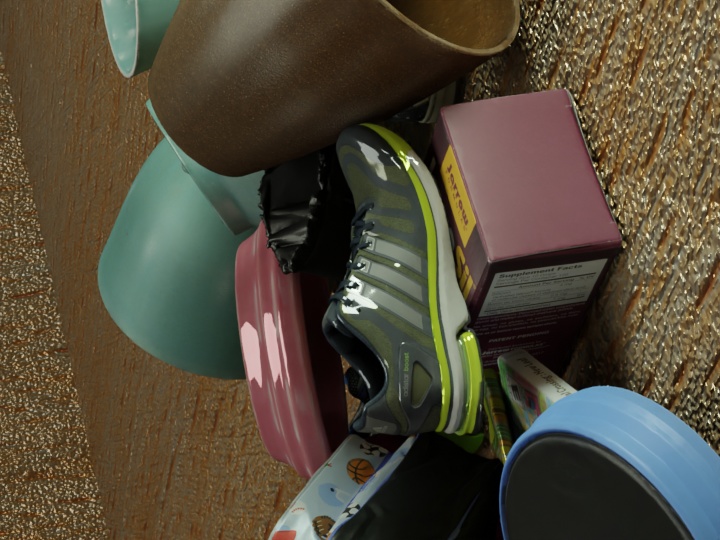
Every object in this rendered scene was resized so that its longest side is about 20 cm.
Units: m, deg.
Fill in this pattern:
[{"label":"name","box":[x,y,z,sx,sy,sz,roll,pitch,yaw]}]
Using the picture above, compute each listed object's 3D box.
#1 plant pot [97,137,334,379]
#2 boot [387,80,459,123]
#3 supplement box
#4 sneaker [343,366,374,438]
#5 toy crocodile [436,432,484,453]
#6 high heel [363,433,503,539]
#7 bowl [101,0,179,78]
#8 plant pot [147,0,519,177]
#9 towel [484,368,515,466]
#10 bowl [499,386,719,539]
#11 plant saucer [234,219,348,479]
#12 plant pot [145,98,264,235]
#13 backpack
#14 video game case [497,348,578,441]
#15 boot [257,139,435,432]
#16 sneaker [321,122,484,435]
[{"label":"plant pot","box":[-0.104,-0.038,1.959,0.162,0.199,0.201,111,149,-41]},{"label":"boot","box":[-0.010,-0.181,1.572,0.074,0.152,0.205,-119,24,-53]},{"label":"supplement box","box":[0.083,-0.007,1.452,0.200,0.085,0.111,107,151,-58]},{"label":"sneaker","box":[0.021,0.143,1.791,0.075,0.078,0.202,-129,33,-63]},{"label":"toy crocodile","box":[0.046,0.038,1.692,0.068,0.061,0.202,120,144,-68]},{"label":"high heel","box":[0.050,0.184,1.665,0.200,0.095,0.068,-123,28,-57]},{"label":"bowl","box":[-0.188,-0.293,2.282,0.201,0.104,0.203,171,90,-75]},{"label":"plant pot","box":[-0.035,-0.151,1.467,0.200,0.186,0.188,-40,52,32]},{"label":"towel","box":[0.096,0.162,1.419,0.086,0.018,0.201,69,-171,-53]},{"label":"bowl","box":[0.148,0.161,1.262,0.200,0.039,0.202,38,141,38]},{"label":"plant saucer","box":[-0.049,0.053,1.657,0.201,0.050,0.202,-9,-90,-84]},{"label":"plant pot","box":[-0.073,-0.110,1.739,0.201,0.134,0.200,56,180,0]},{"label":"backpack","box":[0.013,0.216,1.542,0.153,0.200,0.192,21,126,23]},{"label":"video game case","box":[0.140,0.163,1.388,0.182,0.022,0.202,-140,34,-67]},{"label":"boot","box":[0.001,0.001,1.577,0.073,0.162,0.200,-6,73,36]},{"label":"sneaker","box":[0.013,0.006,1.396,0.074,0.080,0.201,116,141,-64]}]
